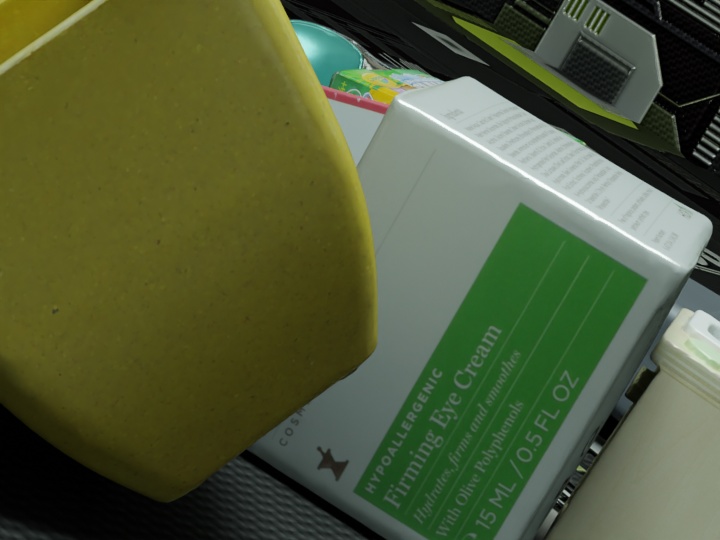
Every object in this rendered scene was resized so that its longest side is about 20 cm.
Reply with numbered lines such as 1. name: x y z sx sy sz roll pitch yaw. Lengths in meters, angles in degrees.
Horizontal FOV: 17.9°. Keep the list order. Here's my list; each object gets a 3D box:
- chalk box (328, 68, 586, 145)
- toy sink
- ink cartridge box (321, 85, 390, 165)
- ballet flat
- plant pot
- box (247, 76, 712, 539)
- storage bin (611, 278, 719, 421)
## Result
1. chalk box: 0.035 -0.069 1.632 0.199 0.125 0.124 24 16 26
2. toy sink: 0.189 0.094 1.226 0.112 0.201 0.130 34 13 6
3. ink cartridge box: 0.002 -0.063 1.460 0.144 0.084 0.200 17 1 28
4. ballet flat: -0.001 -0.176 2.191 0.199 0.073 0.073 24 13 -4
5. plant pot: -0.102 -0.020 0.982 0.201 0.194 0.195 57 -9 -18
6. box: 0.060 0.026 1.197 0.171 0.200 0.200 31 12 8
7. storage bin: 0.227 0.057 1.584 0.134 0.146 0.200 35 13 14
